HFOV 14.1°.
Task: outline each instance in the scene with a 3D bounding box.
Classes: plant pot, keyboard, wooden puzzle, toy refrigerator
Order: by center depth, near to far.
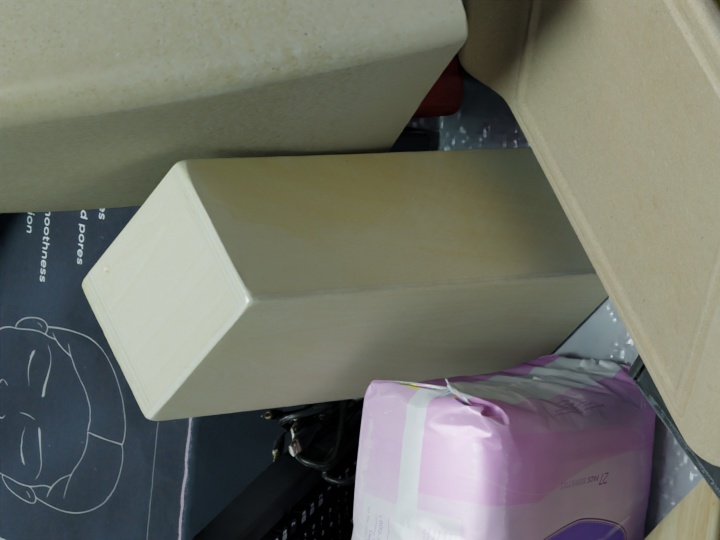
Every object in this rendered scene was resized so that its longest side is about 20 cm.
[{"bbox_3d":[0.100,-0.054,0.994,0.201,0.037,0.185,59,162,27],"label":"wooden puzzle"},{"bbox_3d":[-0.094,-0.124,1.036,0.200,0.176,0.201,129,122,-75],"label":"plant pot"},{"bbox_3d":[0.000,0.000,1.098,0.076,0.199,0.070,-48,59,38],"label":"toy refrigerator"},{"bbox_3d":[-0.009,0.093,1.123,0.039,0.200,0.105,4,111,22],"label":"keyboard"}]

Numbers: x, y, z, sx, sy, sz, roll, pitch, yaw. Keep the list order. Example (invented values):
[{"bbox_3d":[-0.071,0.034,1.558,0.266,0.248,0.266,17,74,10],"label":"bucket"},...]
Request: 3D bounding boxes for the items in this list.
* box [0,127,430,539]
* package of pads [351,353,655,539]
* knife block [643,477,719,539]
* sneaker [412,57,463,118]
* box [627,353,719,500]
[{"bbox_3d":[-0.087,0.022,1.248,0.196,0.123,0.201,17,104,47],"label":"box"},{"bbox_3d":[0.049,0.135,1.111,0.075,0.120,0.201,13,101,39],"label":"package of pads"},{"bbox_3d":[0.115,0.168,1.005,0.064,0.175,0.201,-50,58,35],"label":"knife block"},{"bbox_3d":[-0.028,-0.135,1.210,0.199,0.078,0.116,23,110,43],"label":"sneaker"},{"bbox_3d":[0.195,0.043,0.987,0.200,0.047,0.194,56,136,28],"label":"box"}]
